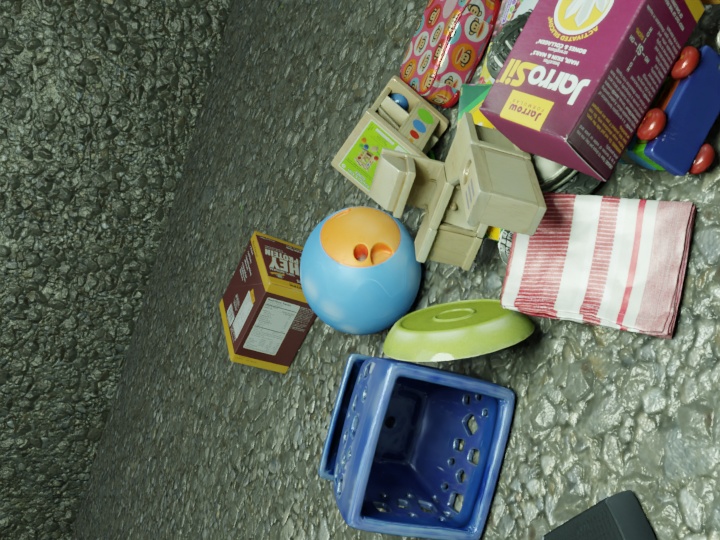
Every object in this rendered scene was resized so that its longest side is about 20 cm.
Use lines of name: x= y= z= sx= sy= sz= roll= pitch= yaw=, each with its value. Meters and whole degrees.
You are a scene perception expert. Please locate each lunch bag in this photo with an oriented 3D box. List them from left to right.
lunch bag: x=0.142 y=-0.396 z=1.203 sx=0.203 sy=0.080 sz=0.177 roll=-63 pitch=30 yaw=18

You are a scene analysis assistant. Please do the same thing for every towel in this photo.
towel: x=0.259 y=-0.013 z=0.785 sx=0.196 sy=0.023 sz=0.148 roll=9 pitch=82 yaw=35

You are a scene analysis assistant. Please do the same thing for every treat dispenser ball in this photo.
treat dispenser ball: x=0.000 y=0.000 z=1.127 sx=0.200 sy=0.197 sz=0.206 roll=-35 pitch=47 yaw=47

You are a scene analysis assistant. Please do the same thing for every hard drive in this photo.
hard drive: x=0.249 y=0.336 z=0.686 sx=0.135 sy=0.041 sz=0.204 roll=-49 pitch=38 yaw=37

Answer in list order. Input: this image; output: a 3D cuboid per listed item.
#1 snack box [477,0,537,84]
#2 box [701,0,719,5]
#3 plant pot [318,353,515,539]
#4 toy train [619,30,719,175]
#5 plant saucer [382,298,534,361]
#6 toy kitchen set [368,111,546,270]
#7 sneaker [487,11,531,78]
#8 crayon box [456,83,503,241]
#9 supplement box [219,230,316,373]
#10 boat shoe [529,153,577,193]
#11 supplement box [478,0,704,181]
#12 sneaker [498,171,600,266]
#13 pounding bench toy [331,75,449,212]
snack box: x=0.241 y=-0.309 z=1.016 sx=0.141 sy=0.052 sz=0.205 roll=18 pitch=93 yaw=60
box: x=0.420 y=-0.360 z=0.698 sx=0.203 sy=0.041 sz=0.118 roll=-58 pitch=30 yaw=-3
plant pot: x=0.061 y=0.220 z=0.927 sx=0.179 sy=0.196 sz=0.206 roll=8 pitch=83 yaw=67
toy train: x=0.352 y=-0.204 z=0.762 sx=0.204 sy=0.083 sz=0.116 roll=-62 pitch=13 yaw=1
plant saucer: x=0.121 y=0.070 z=0.892 sx=0.198 sy=0.196 sz=0.032 roll=5 pitch=108 yaw=60
toy kitchen set: x=0.097 y=-0.065 z=0.852 sx=0.183 sy=0.159 sz=0.203 roll=-89 pitch=14 yaw=-51
sneaker: x=0.248 y=-0.295 z=0.888 sx=0.197 sy=0.080 sz=0.075 roll=-33 pitch=67 yaw=-6
crayon box: x=0.186 y=-0.151 z=0.968 sx=0.118 sy=0.057 sz=0.206 roll=25 pitch=116 yaw=60
supplement box: x=-0.194 y=0.066 z=1.497 sx=0.203 sy=0.130 sz=0.199 roll=-59 pitch=32 yaw=23
boat shoe: x=0.255 y=-0.179 z=0.810 sx=0.072 sy=0.060 sz=0.203 roll=41 pitch=103 yaw=14
supplement box: x=0.236 y=-0.218 z=0.728 sx=0.130 sy=0.102 sz=0.203 roll=33 pitch=97 yaw=46
sneaker: x=0.243 y=-0.089 z=0.883 sx=0.073 sy=0.079 sz=0.202 roll=37 pitch=96 yaw=17
pounding bench toy: x=0.082 y=-0.194 z=1.172 sx=0.124 sy=0.199 sz=0.157 roll=-47 pitch=7 yaw=43
